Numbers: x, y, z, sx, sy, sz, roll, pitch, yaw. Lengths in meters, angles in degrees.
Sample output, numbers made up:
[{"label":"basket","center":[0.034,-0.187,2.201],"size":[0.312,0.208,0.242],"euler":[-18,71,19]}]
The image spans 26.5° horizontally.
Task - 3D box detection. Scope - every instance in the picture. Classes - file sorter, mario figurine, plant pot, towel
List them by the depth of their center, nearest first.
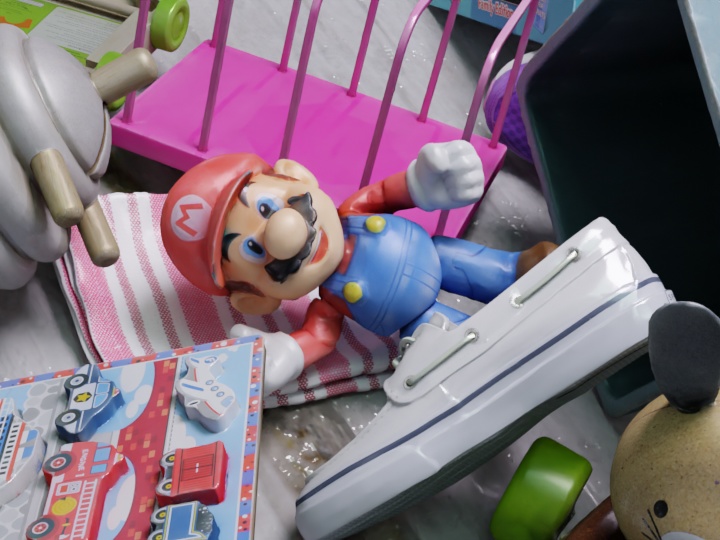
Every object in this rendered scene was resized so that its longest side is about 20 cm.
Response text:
[{"label":"mario figurine","center":[0.000,0.000,0.734],"size":[0.198,0.106,0.124],"euler":[17,46,-7]},{"label":"plant pot","center":[0.222,-0.055,0.771],"size":[0.198,0.196,0.198],"euler":[-10,77,-17]},{"label":"towel","center":[-0.054,0.007,0.797],"size":[0.198,0.030,0.147],"euler":[-8,50,-26]},{"label":"file sorter","center":[-0.014,-0.118,0.841],"size":[0.198,0.126,0.139],"euler":[20,31,9]}]

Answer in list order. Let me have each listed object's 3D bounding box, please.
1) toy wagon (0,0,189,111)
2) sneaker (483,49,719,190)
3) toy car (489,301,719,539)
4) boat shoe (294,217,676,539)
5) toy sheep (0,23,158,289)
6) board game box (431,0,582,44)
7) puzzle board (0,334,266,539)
[{"label":"toy wagon","center":[-0.197,-0.129,0.867],"size":[0.154,0.040,0.201],"euler":[18,42,14]},{"label":"sneaker","center":[0.165,-0.065,0.901],"size":[0.198,0.081,0.089],"euler":[23,32,4]},{"label":"toy car","center":[0.141,0.109,0.634],"size":[0.163,0.201,0.158],"euler":[28,43,11]},{"label":"boat shoe","center":[0.048,0.050,0.700],"size":[0.199,0.074,0.067],"euler":[-32,74,1]},{"label":"toy sheep","center":[-0.184,-0.049,0.730],"size":[0.198,0.138,0.139],"euler":[-26,53,-3]},{"label":"board game box","center":[0.151,-0.179,0.981],"size":[0.149,0.047,0.200],"euler":[-4,19,-22]},{"label":"puzzle board","center":[-0.115,0.094,0.622],"size":[0.149,0.018,0.201],"euler":[-10,31,5]}]
